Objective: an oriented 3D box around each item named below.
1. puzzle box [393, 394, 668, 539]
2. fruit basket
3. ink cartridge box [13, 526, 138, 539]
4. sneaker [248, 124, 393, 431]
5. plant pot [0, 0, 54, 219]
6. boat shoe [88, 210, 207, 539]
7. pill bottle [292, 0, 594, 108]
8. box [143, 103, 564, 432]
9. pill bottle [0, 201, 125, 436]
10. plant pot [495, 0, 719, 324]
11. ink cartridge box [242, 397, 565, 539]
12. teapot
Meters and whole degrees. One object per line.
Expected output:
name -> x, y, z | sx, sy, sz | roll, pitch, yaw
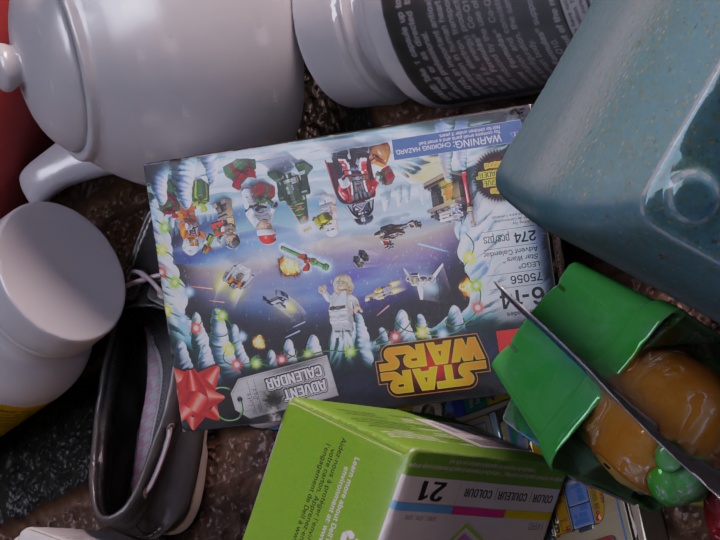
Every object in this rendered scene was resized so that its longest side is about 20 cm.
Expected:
puzzle box -> 0.084, 0.121, 1.034 | 0.133, 0.025, 0.201 | -23, 69, 29
fruit basket -> 0.152, 0.091, 0.894 | 0.094, 0.185, 0.200 | -46, 59, 11
ink cartridge box -> -0.104, 0.230, 1.111 | 0.200, 0.083, 0.146 | 13, 90, 35
sneaker -> -0.020, -0.001, 1.093 | 0.075, 0.087, 0.200 | 44, 108, 31
plant pot -> -0.256, -0.122, 1.226 | 0.200, 0.200, 0.178 | 12, 97, 36
boat shoe -> -0.114, 0.050, 1.166 | 0.067, 0.057, 0.201 | -1, 82, 35
pill bottle -> 0.072, -0.143, 1.035 | 0.200, 0.114, 0.114 | -6, 78, 34
box -> 0.000, 0.000, 1.020 | 0.199, 0.040, 0.137 | -8, 92, 15
pill bottle -> -0.225, 0.041, 1.190 | 0.200, 0.112, 0.113 | -32, 64, 40
plant pot -> 0.182, -0.059, 0.845 | 0.195, 0.200, 0.197 | 29, 100, 0
ink cartridge box -> 0.004, 0.169, 0.977 | 0.076, 0.148, 0.201 | 20, 94, 34
teapot -> -0.126, -0.128, 1.106 | 0.197, 0.146, 0.201 | -157, 55, -65
